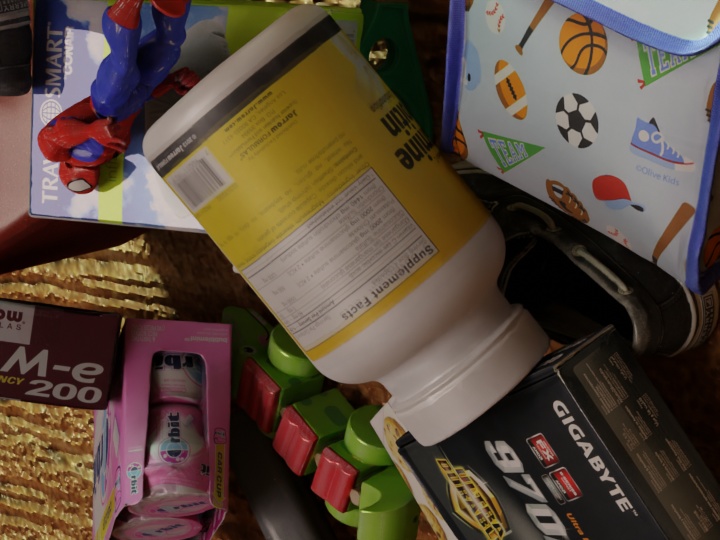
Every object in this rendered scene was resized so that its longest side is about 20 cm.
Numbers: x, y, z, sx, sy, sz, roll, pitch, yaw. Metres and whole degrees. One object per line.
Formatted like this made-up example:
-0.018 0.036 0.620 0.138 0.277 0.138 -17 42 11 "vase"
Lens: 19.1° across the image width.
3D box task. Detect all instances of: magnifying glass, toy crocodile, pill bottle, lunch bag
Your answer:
0.010 -0.123 1.135 0.022 0.079 0.201 25 112 50 "magnifying glass"
-0.028 0.092 1.262 0.200 0.062 0.068 45 135 33 "toy crocodile"
-0.003 -0.019 1.015 0.200 0.112 0.112 51 142 -5 "pill bottle"
0.126 -0.117 0.928 0.170 0.124 0.200 33 131 36 "lunch bag"

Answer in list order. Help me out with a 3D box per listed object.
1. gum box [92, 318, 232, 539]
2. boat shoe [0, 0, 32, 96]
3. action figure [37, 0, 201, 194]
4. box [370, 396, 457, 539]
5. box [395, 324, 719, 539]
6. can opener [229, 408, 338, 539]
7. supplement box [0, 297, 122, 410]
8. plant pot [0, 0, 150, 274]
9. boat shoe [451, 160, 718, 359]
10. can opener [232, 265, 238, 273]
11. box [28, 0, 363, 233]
-0.123 0.112 1.312 0.200 0.066 0.114 120 151 -66 "gum box"
-0.252 -0.114 1.177 0.200 0.072 0.068 -1 102 38 "boat shoe"
-0.113 -0.089 1.041 0.052 0.065 0.200 50 146 3 "action figure"
0.075 0.150 1.171 0.200 0.039 0.041 59 142 18 "box"
0.122 0.138 1.053 0.200 0.046 0.159 56 147 -1 "box"
-0.045 0.184 1.308 0.067 0.053 0.200 -31 74 10 "can opener"
-0.209 0.048 1.318 0.200 0.109 0.061 167 110 -80 "supplement box"
-0.175 -0.113 1.284 0.176 0.200 0.200 -14 92 39 "plant pot"
0.086 -0.007 1.077 0.200 0.064 0.071 24 121 46 "boat shoe"
0.000 0.000 1.200 0.200 0.053 0.067 20 117 47 "can opener"
-0.098 -0.083 1.126 0.200 0.048 0.122 5 96 25 "box"
